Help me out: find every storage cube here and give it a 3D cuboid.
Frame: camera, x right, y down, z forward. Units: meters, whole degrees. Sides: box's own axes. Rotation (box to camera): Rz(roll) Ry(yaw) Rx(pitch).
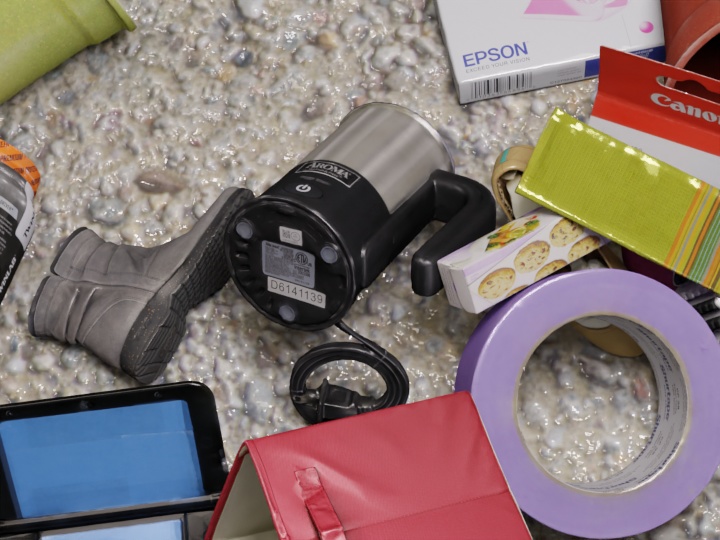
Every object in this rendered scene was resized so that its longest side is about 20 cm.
[{"bbox_3d":[0.007,0.214,1.282,0.179,0.200,0.171,-11,60,-22],"label":"storage cube"}]

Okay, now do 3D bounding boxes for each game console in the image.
[{"bbox_3d":[-0.199,0.197,1.367,0.199,0.116,0.176,-7,62,2],"label":"game console"}]

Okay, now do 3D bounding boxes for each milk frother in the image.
[{"bbox_3d":[0.000,0.000,1.450,0.180,0.200,0.188,31,39,13],"label":"milk frother"}]

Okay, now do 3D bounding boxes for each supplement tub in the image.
[{"bbox_3d":[-0.349,-0.012,1.484,0.122,0.123,0.200,15,65,13],"label":"supplement tub"}]

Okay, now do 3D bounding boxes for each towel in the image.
[{"bbox_3d":[0.222,-0.049,1.356,0.200,0.018,0.086,27,60,1],"label":"towel"}]

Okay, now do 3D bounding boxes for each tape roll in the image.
[{"bbox_3d":[0.175,0.100,1.354,0.199,0.085,0.201,0,89,-6],"label":"tape roll"}]

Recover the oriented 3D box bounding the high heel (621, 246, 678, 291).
[{"bbox_3d":[0.304,0.012,1.425,0.200,0.096,0.067,26,68,17],"label":"high heel"}]

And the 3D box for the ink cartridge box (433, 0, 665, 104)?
[{"bbox_3d":[0.163,-0.259,1.610,0.196,0.043,0.201,-12,64,-1],"label":"ink cartridge box"}]

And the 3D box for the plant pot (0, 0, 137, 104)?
[{"bbox_3d":[-0.331,-0.229,1.572,0.184,0.200,0.200,-43,66,-3],"label":"plant pot"}]

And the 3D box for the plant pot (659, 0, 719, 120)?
[{"bbox_3d":[0.333,-0.206,1.479,0.200,0.201,0.196,-6,46,2],"label":"plant pot"}]

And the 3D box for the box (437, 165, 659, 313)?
[{"bbox_3d":[0.151,-0.028,1.369,0.200,0.042,0.039,-26,22,-24],"label":"box"}]

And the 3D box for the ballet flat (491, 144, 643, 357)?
[{"bbox_3d":[0.164,-0.008,1.429,0.069,0.063,0.200,-35,91,23],"label":"ballet flat"}]

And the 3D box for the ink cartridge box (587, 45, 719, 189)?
[{"bbox_3d":[0.253,-0.082,1.420,0.160,0.200,0.047,20,64,16],"label":"ink cartridge box"}]

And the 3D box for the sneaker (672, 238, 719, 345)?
[{"bbox_3d":[0.310,0.060,1.393,0.081,0.075,0.200,-27,93,-18],"label":"sneaker"}]

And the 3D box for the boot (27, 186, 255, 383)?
[{"bbox_3d":[-0.186,-0.011,1.503,0.131,0.070,0.200,25,63,22],"label":"boot"}]
